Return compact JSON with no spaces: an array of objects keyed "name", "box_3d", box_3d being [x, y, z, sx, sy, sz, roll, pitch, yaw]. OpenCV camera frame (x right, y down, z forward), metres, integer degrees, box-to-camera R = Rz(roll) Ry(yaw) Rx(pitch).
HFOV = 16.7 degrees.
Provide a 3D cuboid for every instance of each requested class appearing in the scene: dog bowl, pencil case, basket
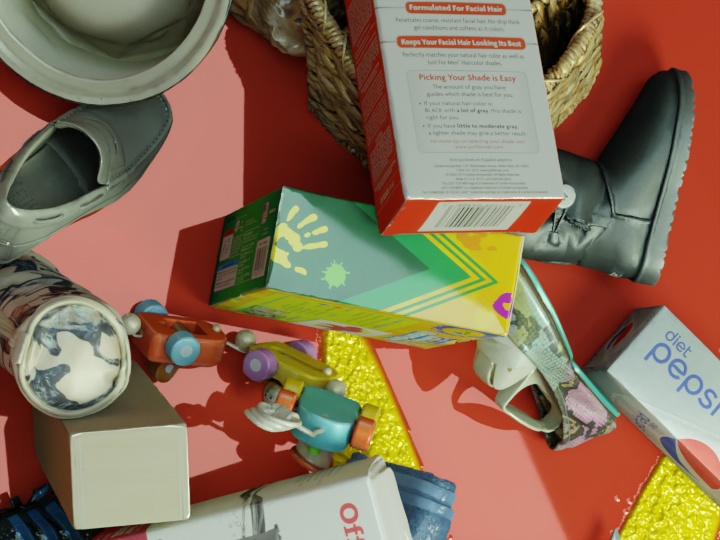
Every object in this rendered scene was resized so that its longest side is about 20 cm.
[{"name":"dog bowl","box_3d":[-0.170,-0.217,1.661,0.200,0.074,0.201,4,107,14]},{"name":"pencil case","box_3d":[-0.213,0.038,1.608,0.089,0.200,0.078,6,99,-22]},{"name":"basket","box_3d":[0.071,-0.165,1.684,0.200,0.149,0.143,-32,58,-20]}]

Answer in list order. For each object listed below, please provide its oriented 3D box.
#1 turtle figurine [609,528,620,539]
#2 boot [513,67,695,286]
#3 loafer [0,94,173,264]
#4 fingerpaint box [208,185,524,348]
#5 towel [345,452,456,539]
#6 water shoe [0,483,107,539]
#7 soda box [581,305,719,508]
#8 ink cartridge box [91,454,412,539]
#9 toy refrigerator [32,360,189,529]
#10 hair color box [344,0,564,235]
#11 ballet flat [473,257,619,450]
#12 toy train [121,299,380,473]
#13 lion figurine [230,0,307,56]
[{"name":"turtle figurine","box_3d":[0.119,0.294,1.707,0.200,0.144,0.194,-10,92,-10]},{"name":"boot","box_3d":[0.133,-0.086,1.777,0.200,0.066,0.165,12,82,-9]},{"name":"loafer","box_3d":[-0.189,-0.073,1.656,0.070,0.070,0.200,46,48,-3]},{"name":"fingerpaint box","box_3d":[0.000,0.000,1.664,0.167,0.200,0.074,12,83,-12]},{"name":"towel","box_3d":[-0.004,0.229,1.697,0.049,0.112,0.200,33,77,-37]},{"name":"water shoe","box_3d":[-0.215,0.177,1.673,0.200,0.071,0.079,13,78,-22]},{"name":"soda box","box_3d":[0.259,0.117,1.792,0.200,0.063,0.068,45,78,-8]},{"name":"ink cartridge box","box_3d":[-0.062,0.218,1.603,0.200,0.083,0.146,-15,90,8]},{"name":"toy refrigerator","box_3d":[-0.167,0.115,1.613,0.076,0.200,0.070,-4,100,-15]},{"name":"hair color box","box_3d":[0.057,-0.125,1.586,0.111,0.064,0.200,-1,69,-18]},{"name":"ballet flat","box_3d":[0.120,0.067,1.720,0.071,0.069,0.200,-37,136,-3]},{"name":"toy train","box_3d":[-0.076,0.086,1.672,0.150,0.200,0.056,7,109,-36]},{"name":"lion figurine","box_3d":[-0.110,-0.220,1.725,0.200,0.072,0.123,6,95,1]}]
